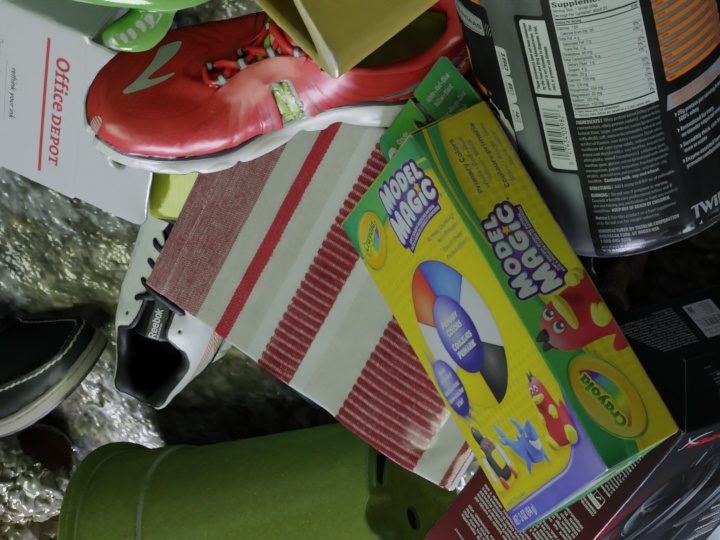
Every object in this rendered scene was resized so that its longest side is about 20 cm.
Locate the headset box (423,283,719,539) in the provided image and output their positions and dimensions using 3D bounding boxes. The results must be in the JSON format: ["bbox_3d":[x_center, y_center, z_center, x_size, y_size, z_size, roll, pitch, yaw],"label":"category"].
[{"bbox_3d":[0.136,0.101,1.185,0.077,0.149,0.200,53,131,24],"label":"headset box"}]

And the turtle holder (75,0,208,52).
[{"bbox_3d":[-0.106,-0.185,1.073,0.185,0.141,0.132,25,121,18],"label":"turtle holder"}]

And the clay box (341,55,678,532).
[{"bbox_3d":[0.058,0.012,1.066,0.200,0.048,0.115,59,155,10],"label":"clay box"}]

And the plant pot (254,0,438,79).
[{"bbox_3d":[0.005,-0.231,0.918,0.200,0.194,0.196,-30,121,-6],"label":"plant pot"}]

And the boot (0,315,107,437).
[{"bbox_3d":[-0.262,0.028,1.401,0.200,0.073,0.151,-13,124,41],"label":"boot"}]

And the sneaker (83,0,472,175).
[{"bbox_3d":[-0.037,-0.105,1.103,0.199,0.077,0.085,-15,161,-13],"label":"sneaker"}]

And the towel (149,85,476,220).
[{"bbox_3d":[-0.012,-0.059,1.195,0.199,0.018,0.086,6,106,11],"label":"towel"}]

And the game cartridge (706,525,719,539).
[{"bbox_3d":[0.256,0.154,1.288,0.200,0.041,0.133,28,140,0],"label":"game cartridge"}]

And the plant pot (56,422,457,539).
[{"bbox_3d":[-0.043,0.168,1.360,0.190,0.200,0.200,-22,119,24],"label":"plant pot"}]

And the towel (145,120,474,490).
[{"bbox_3d":[0.000,0.000,1.166,0.200,0.023,0.144,35,112,15],"label":"towel"}]

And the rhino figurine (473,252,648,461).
[{"bbox_3d":[0.093,0.038,1.219,0.060,0.088,0.200,27,136,-2],"label":"rhino figurine"}]

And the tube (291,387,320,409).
[{"bbox_3d":[-0.004,0.031,1.285,0.077,0.050,0.200,47,149,-10],"label":"tube"}]

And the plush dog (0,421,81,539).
[{"bbox_3d":[-0.230,0.220,1.487,0.160,0.172,0.200,-16,123,37],"label":"plush dog"}]

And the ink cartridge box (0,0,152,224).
[{"bbox_3d":[-0.180,-0.118,1.211,0.200,0.067,0.116,25,137,11],"label":"ink cartridge box"}]

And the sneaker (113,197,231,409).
[{"bbox_3d":[-0.092,-0.005,1.272,0.074,0.080,0.200,21,129,11],"label":"sneaker"}]

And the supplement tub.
[{"bbox_3d":[0.106,-0.116,1.043,0.122,0.123,0.200,3,131,24],"label":"supplement tub"}]
